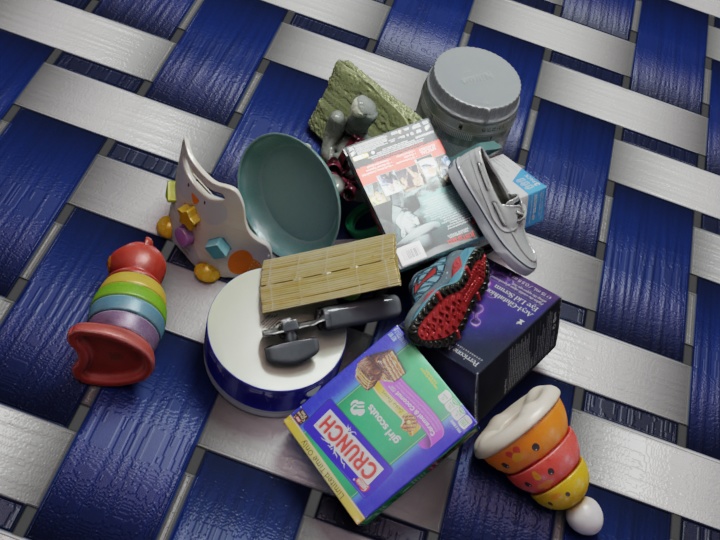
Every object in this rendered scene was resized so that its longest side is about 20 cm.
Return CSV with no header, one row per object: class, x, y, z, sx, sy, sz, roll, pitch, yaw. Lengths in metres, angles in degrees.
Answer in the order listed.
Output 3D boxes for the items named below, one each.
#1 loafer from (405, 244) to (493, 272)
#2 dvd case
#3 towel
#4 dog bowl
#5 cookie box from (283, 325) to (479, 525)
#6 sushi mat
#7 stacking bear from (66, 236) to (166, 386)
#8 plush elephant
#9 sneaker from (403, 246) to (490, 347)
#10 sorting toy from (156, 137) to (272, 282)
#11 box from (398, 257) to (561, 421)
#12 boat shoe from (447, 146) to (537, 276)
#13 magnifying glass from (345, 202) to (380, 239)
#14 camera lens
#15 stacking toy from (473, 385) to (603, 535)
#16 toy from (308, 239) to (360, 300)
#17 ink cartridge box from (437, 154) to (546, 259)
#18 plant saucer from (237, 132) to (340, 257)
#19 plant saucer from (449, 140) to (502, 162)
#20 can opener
loafer,0.134,-0.051,1.409,0.198,0.063,0.072,-12,62,-20
dvd case,0.078,-0.112,1.288,0.145,0.022,0.202,-22,76,-16
towel,0.008,-0.239,1.465,0.200,0.149,0.036,41,31,19
dog bowl,-0.120,0.098,1.245,0.197,0.079,0.202,6,56,-8
cookie box,0.028,0.204,1.163,0.199,0.075,0.172,-40,70,-2
sushi mat,-0.043,0.004,1.215,0.197,0.012,0.097,-12,51,11
stacking bear,-0.320,0.045,1.224,0.112,0.122,0.202,7,48,-5
plush elephant,-0.035,-0.149,1.372,0.155,0.199,0.165,-47,111,-30
sneaker,0.103,0.042,1.216,0.095,0.080,0.200,-6,26,38
sorting toy,-0.223,-0.097,1.291,0.106,0.181,0.200,-34,68,-29
box,0.171,0.095,1.272,0.147,0.105,0.199,29,52,33
boat shoe,0.204,-0.084,1.272,0.201,0.065,0.074,52,31,-10
magnifying glass,0.059,-0.076,1.367,0.198,0.023,0.080,5,47,42
camera lens,0.166,-0.241,1.458,0.158,0.201,0.161,6,51,-7
stacking toy,0.263,0.271,1.202,0.146,0.146,0.201,-37,86,-30
toy,0.000,0.000,1.310,0.114,0.048,0.200,-1,17,11
ink cartridge box,0.176,-0.100,1.378,0.198,0.068,0.115,-23,43,-23
plant saucer,-0.100,-0.111,1.326,0.200,0.201,0.036,41,41,16
plant saucer,0.126,-0.156,1.399,0.070,0.199,0.019,-19,86,-55
can opener,-0.038,0.081,1.206,0.198,0.053,0.068,-10,91,-19
